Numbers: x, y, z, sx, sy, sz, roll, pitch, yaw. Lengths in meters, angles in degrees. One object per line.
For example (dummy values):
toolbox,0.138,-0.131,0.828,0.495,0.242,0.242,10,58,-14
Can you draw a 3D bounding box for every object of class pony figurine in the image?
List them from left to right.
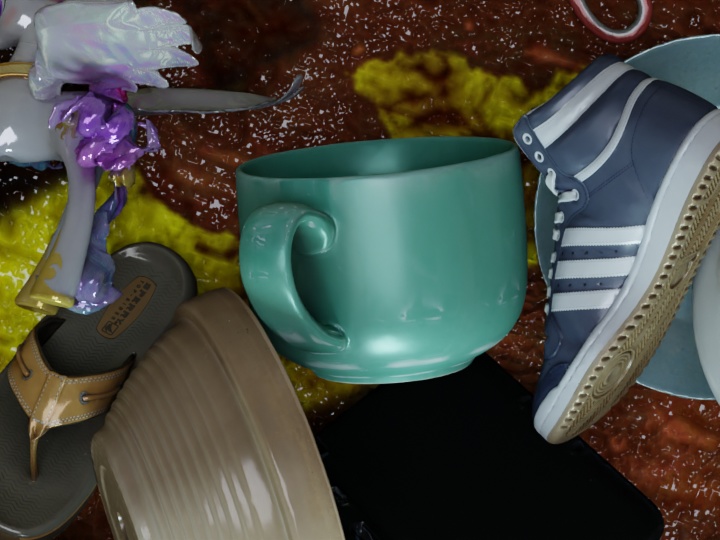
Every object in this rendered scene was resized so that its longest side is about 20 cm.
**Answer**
pony figurine,-0.150,-0.079,1.263,0.192,0.166,0.201,11,79,25

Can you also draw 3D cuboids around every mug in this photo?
mug,0.000,-0.002,1.259,0.184,0.152,0.115,-10,101,-26

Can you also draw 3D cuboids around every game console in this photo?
game console,0.048,0.164,1.292,0.116,0.200,0.177,-10,125,-33

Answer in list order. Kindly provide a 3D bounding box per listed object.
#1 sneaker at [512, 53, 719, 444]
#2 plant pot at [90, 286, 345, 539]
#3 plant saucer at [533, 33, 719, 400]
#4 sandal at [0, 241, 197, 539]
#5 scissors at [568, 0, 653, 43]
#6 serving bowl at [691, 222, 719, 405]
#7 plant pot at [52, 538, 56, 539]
sneaker,0.116,-0.015,1.238,0.108,0.070,0.201,36,114,23
plant pot,-0.081,0.117,1.230,0.092,0.201,0.202,-17,98,-14
plant saucer,0.195,-0.031,1.315,0.200,0.039,0.202,0,99,1
sandal,-0.150,0.056,1.277,0.081,0.055,0.200,30,60,11
scissors,0.080,-0.186,1.310,0.199,0.014,0.074,20,101,0
serving bowl,0.232,0.002,1.198,0.066,0.200,0.201,14,100,-32
plant pot,-0.248,0.182,1.292,0.200,0.200,0.179,-42,80,7
